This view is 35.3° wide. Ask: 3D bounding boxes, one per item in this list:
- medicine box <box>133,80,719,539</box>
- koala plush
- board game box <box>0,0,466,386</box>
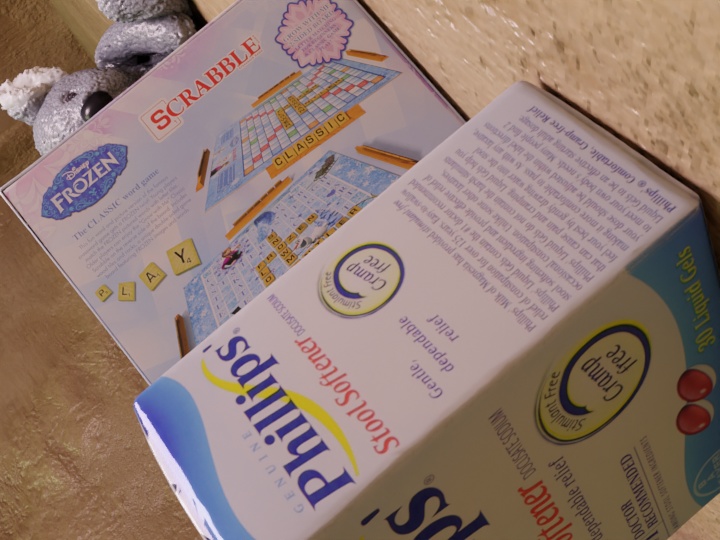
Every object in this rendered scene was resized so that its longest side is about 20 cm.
[{"bbox_3d":[0.046,0.065,0.457,0.103,0.200,0.183,44,171,43],"label":"medicine box"},{"bbox_3d":[-0.222,-0.160,1.064,0.178,0.200,0.184,51,174,-10],"label":"koala plush"},{"bbox_3d":[-0.039,-0.024,0.557,0.200,0.200,0.041,50,174,12],"label":"board game box"}]
